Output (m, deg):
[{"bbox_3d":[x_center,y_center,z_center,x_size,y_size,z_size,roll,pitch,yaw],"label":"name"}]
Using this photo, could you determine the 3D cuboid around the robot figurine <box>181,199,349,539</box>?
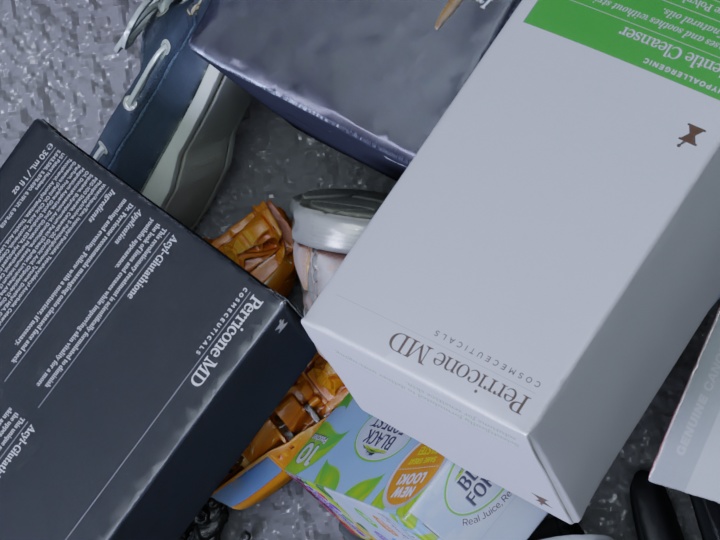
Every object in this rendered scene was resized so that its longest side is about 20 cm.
[{"bbox_3d":[-0.090,0.066,1.022,0.200,0.058,0.145,-39,77,4],"label":"robot figurine"}]

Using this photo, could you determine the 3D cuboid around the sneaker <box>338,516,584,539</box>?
[{"bbox_3d":[0.070,0.186,0.985,0.104,0.060,0.200,-22,81,12],"label":"sneaker"}]

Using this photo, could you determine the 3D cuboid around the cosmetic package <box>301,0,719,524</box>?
[{"bbox_3d":[0.082,-0.021,0.833,0.108,0.085,0.200,25,71,29],"label":"cosmetic package"}]

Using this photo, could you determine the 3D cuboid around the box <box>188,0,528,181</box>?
[{"bbox_3d":[0.042,-0.139,0.949,0.117,0.197,0.200,28,90,12],"label":"box"}]

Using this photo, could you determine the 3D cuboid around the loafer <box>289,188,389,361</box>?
[{"bbox_3d":[0.000,0.000,0.945,0.072,0.200,0.063,7,95,5],"label":"loafer"}]

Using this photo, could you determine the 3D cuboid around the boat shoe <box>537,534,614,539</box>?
[{"bbox_3d":[0.021,0.167,0.935,0.200,0.072,0.066,-16,68,14],"label":"boat shoe"}]

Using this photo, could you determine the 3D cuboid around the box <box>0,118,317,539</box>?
[{"bbox_3d":[-0.132,0.061,0.934,0.141,0.079,0.200,36,88,21],"label":"box"}]

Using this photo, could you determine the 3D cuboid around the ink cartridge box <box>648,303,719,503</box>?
[{"bbox_3d":[0.223,0.019,0.928,0.173,0.044,0.200,19,98,-17],"label":"ink cartridge box"}]

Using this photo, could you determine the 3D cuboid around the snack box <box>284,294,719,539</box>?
[{"bbox_3d":[0.070,0.032,0.932,0.053,0.142,0.200,44,78,-16],"label":"snack box"}]

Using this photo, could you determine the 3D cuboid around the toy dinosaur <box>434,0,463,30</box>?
[{"bbox_3d":[0.047,-0.200,0.835,0.106,0.060,0.200,-31,72,31],"label":"toy dinosaur"}]

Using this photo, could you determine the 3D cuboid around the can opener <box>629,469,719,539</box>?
[{"bbox_3d":[0.164,0.177,0.968,0.063,0.079,0.200,-13,73,16],"label":"can opener"}]

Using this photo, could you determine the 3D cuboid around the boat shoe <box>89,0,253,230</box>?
[{"bbox_3d":[-0.075,-0.096,1.008,0.062,0.075,0.200,36,121,15],"label":"boat shoe"}]
